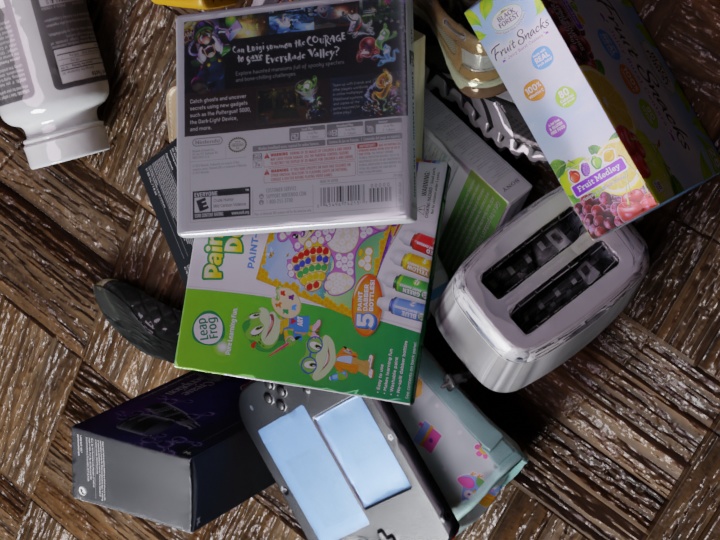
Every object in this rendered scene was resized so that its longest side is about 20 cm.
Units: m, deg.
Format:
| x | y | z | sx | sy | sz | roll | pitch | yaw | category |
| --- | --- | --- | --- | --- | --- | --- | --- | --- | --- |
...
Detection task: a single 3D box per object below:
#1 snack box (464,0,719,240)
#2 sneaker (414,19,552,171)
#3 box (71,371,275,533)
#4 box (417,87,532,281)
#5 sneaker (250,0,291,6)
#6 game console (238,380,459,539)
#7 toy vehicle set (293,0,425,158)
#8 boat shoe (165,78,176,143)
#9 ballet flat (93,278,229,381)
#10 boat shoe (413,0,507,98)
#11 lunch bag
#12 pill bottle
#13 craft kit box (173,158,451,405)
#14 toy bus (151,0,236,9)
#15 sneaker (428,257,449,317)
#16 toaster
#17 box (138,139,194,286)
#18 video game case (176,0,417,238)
| x | y | z | sx | sy | sz | roll | pitch | yaw | category |
| --- | --- | --- | --- | --- | --- | --- | --- | --- | --- |
| 0.185 | -0.137 | 1.281 | 0.068 | 0.169 | 0.200 | -30 | 85 | 31 | snack box |
| 0.119 | -0.161 | 1.379 | 0.200 | 0.066 | 0.091 | 38 | 123 | 21 | sneaker |
| -0.155 | 0.164 | 1.568 | 0.141 | 0.200 | 0.079 | 13 | 110 | 29 | box |
| 0.049 | -0.089 | 1.431 | 0.200 | 0.036 | 0.144 | 46 | 148 | 16 | box |
| -0.056 | -0.187 | 1.477 | 0.112 | 0.078 | 0.200 | 36 | 120 | 20 | sneaker |
| -0.016 | 0.164 | 1.423 | 0.177 | 0.031 | 0.200 | -33 | 86 | 51 | game console |
| -0.001 | -0.135 | 1.395 | 0.124 | 0.026 | 0.200 | 33 | 143 | 31 | toy vehicle set |
| -0.147 | -0.087 | 1.572 | 0.072 | 0.065 | 0.200 | -10 | 99 | 35 | boat shoe |
| -0.191 | 0.056 | 1.662 | 0.200 | 0.057 | 0.067 | 25 | 141 | 30 | ballet flat |
| 0.076 | -0.231 | 1.337 | 0.076 | 0.072 | 0.200 | 73 | 172 | -51 | boat shoe |
| 0.050 | 0.151 | 1.462 | 0.170 | 0.122 | 0.200 | 48 | 143 | 13 | lunch bag |
| -0.309 | -0.205 | 1.615 | 0.111 | 0.111 | 0.200 | -10 | 98 | 34 | pill bottle |
| -0.039 | -0.004 | 1.346 | 0.197 | 0.049 | 0.200 | 8 | 87 | 9 | craft kit box |
| -0.153 | -0.339 | 1.495 | 0.065 | 0.078 | 0.200 | 12 | 110 | 31 | toy bus |
| 0.000 | 0.000 | 1.488 | 0.200 | 0.075 | 0.087 | -5 | 106 | 39 | sneaker |
| 0.141 | 0.015 | 1.329 | 0.114 | 0.200 | 0.129 | 52 | 169 | 11 | toaster |
| -0.097 | -0.033 | 1.454 | 0.141 | 0.079 | 0.200 | -30 | 80 | 49 | box |
| -0.053 | -0.122 | 1.305 | 0.200 | 0.023 | 0.182 | -3 | 84 | 21 | video game case |
